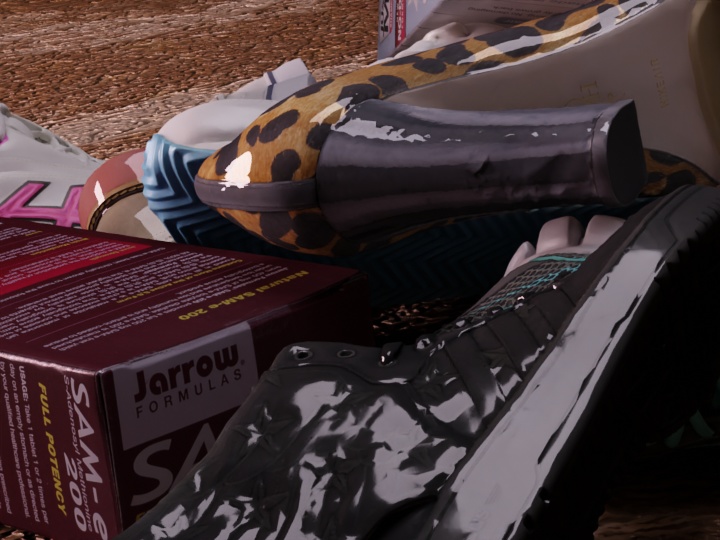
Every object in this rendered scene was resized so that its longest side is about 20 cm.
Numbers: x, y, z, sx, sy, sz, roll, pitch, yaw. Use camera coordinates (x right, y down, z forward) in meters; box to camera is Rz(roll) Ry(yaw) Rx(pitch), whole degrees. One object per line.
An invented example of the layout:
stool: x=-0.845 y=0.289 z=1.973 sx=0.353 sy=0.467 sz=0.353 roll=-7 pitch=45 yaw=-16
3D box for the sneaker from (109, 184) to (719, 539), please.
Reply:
sneaker: x=0.016 y=0.038 z=0.620 sx=0.104 sy=0.060 sz=0.200 roll=14 pitch=48 yaw=29

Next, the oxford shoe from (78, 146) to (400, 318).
oxford shoe: x=0.000 y=0.000 z=0.885 sx=0.200 sy=0.071 sz=0.075 roll=-3 pitch=46 yaw=-10

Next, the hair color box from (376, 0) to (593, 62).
hair color box: x=0.075 y=-0.116 z=0.844 sx=0.099 sy=0.061 sz=0.200 roll=4 pitch=-11 yaw=-12

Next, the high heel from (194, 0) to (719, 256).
high heel: x=0.043 y=-0.052 z=0.779 sx=0.142 sy=0.072 sz=0.200 roll=-3 pitch=13 yaw=25

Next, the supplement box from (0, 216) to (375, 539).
supplement box: x=-0.100 y=0.030 z=0.773 sx=0.109 sy=0.061 sz=0.200 roll=-20 pitch=19 yaw=-41

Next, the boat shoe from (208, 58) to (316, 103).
boat shoe: x=-0.044 y=-0.048 z=1.052 sx=0.070 sy=0.071 sz=0.200 roll=-22 pitch=15 yaw=0

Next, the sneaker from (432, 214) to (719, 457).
sneaker: x=0.101 y=0.028 z=0.699 sx=0.200 sy=0.078 sz=0.091 roll=-5 pitch=15 yaw=44

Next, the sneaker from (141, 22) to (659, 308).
sneaker: x=0.018 y=-0.039 z=0.837 sx=0.200 sy=0.077 sz=0.081 roll=1 pitch=56 yaw=-24

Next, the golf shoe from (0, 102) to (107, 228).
golf shoe: x=-0.138 y=-0.028 z=0.953 sx=0.200 sy=0.092 sz=0.073 roll=-7 pitch=14 yaw=-9
